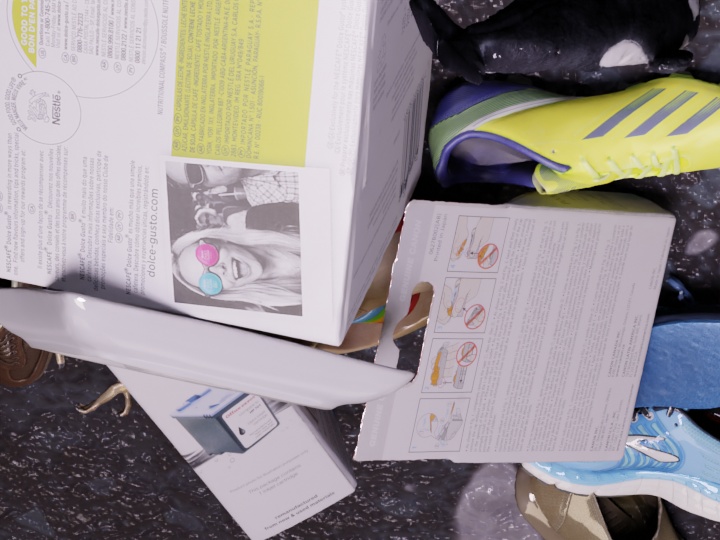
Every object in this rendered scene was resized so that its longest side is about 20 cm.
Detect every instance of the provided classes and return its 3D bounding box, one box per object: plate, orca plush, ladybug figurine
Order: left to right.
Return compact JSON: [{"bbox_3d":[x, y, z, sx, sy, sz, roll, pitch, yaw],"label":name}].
[{"bbox_3d":[-0.098,0.045,1.241,0.199,0.032,0.200,13,176,-23],"label":"plate"},{"bbox_3d":[0.000,0.000,1.379,0.136,0.072,0.200,-28,168,15],"label":"ladybug figurine"},{"bbox_3d":[0.112,-0.149,1.176,0.200,0.105,0.071,-5,116,-32],"label":"orca plush"}]

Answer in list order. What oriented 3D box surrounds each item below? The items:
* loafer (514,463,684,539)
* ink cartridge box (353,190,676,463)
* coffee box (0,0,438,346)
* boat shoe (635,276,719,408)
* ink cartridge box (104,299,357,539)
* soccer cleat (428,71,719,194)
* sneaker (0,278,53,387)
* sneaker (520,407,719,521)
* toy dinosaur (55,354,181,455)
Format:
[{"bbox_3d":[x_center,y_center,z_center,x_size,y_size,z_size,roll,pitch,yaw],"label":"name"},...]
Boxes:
[{"bbox_3d":[0.193,0.195,1.594,0.200,0.076,0.067,38,141,-25],"label":"loafer"},{"bbox_3d":[0.085,0.032,1.331,0.200,0.050,0.161,3,106,-31],"label":"ink cartridge box"},{"bbox_3d":[-0.074,-0.111,1.183,0.197,0.200,0.200,11,120,9],"label":"coffee box"},{"bbox_3d":[0.186,0.043,1.432,0.200,0.069,0.084,-6,123,30],"label":"boat shoe"},{"bbox_3d":[-0.094,0.054,1.453,0.086,0.147,0.200,-31,127,8],"label":"ink cartridge box"},{"bbox_3d":[0.137,-0.070,1.298,0.200,0.084,0.065,2,138,14],"label":"soccer cleat"},{"bbox_3d":[-0.252,0.023,1.528,0.070,0.076,0.200,19,139,12],"label":"sneaker"},{"bbox_3d":[0.189,0.101,1.508,0.199,0.078,0.090,10,122,0],"label":"sneaker"},{"bbox_3d":[-0.159,0.044,1.561,0.101,0.058,0.200,-10,127,3],"label":"toy dinosaur"}]
